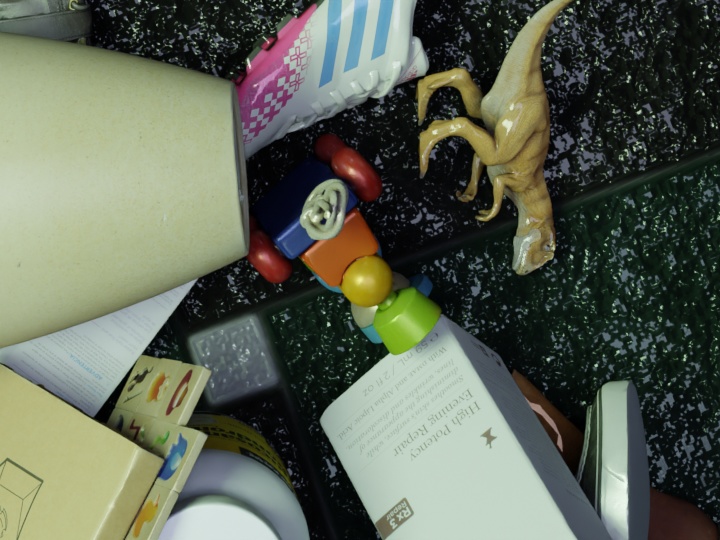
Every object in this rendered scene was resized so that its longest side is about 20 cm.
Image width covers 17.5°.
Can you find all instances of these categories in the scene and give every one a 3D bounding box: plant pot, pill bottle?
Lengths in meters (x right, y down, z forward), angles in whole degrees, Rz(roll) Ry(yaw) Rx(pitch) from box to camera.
[{"bbox_3d":[-0.162,-0.048,1.239,0.199,0.187,0.188,-5,97,1],"label":"plant pot"},{"bbox_3d":[-0.086,0.147,1.293,0.111,0.200,0.113,-1,96,-6],"label":"pill bottle"}]

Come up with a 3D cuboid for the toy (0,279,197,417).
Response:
[{"bbox_3d":[-0.189,0.036,1.348,0.115,0.047,0.200,37,86,-5],"label":"toy"}]

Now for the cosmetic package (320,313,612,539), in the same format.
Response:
[{"bbox_3d":[0.067,0.134,1.304,0.102,0.200,0.074,-42,139,12],"label":"cosmetic package"}]

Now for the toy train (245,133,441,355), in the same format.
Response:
[{"bbox_3d":[0.000,0.000,1.289,0.085,0.200,0.116,-42,103,0],"label":"toy train"}]

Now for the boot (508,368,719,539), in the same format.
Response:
[{"bbox_3d":[0.111,0.189,1.386,0.200,0.068,0.189,35,92,-8],"label":"boot"}]

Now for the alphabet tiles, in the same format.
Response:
[{"bbox_3d":[-0.142,0.138,1.246,0.008,0.167,0.201,30,79,-23],"label":"alphabet tiles"}]

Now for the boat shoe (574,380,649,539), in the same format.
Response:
[{"bbox_3d":[0.128,0.160,1.334,0.063,0.071,0.201,0,74,18],"label":"boat shoe"}]

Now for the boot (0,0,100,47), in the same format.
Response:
[{"bbox_3d":[-0.167,-0.169,1.326,0.199,0.069,0.175,-12,103,-1],"label":"boot"}]

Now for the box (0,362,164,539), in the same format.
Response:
[{"bbox_3d":[-0.199,0.160,1.243,0.021,0.163,0.201,32,84,-41],"label":"box"}]

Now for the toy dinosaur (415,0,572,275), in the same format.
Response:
[{"bbox_3d":[0.086,-0.094,1.350,0.106,0.061,0.201,0,125,-2],"label":"toy dinosaur"}]

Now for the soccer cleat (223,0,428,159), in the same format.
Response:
[{"bbox_3d":[-0.014,-0.118,1.338,0.086,0.070,0.200,41,90,-8],"label":"soccer cleat"}]
